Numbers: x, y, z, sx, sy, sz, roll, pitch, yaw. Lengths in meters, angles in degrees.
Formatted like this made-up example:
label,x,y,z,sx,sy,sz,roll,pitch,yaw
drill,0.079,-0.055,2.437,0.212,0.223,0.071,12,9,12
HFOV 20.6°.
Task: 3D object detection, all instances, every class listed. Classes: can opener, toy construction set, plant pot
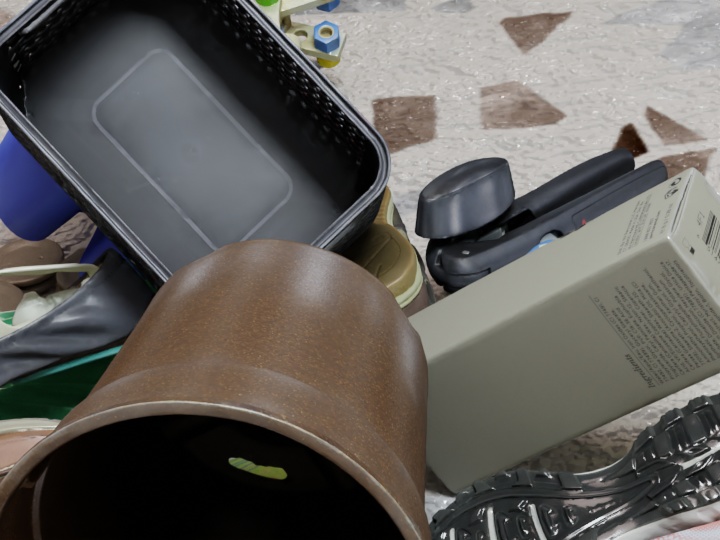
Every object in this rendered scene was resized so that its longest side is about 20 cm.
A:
label,x,y,z,sx,sy,sz,roll,pitch,yaw
can opener,0.115,-0.033,1.196,0.199,0.079,0.063,-18,40,-36
toy construction set,-0.111,-0.145,1.367,0.198,0.092,0.132,-4,59,18
plant pot,-0.050,0.095,0.904,0.198,0.202,0.199,-1,27,10

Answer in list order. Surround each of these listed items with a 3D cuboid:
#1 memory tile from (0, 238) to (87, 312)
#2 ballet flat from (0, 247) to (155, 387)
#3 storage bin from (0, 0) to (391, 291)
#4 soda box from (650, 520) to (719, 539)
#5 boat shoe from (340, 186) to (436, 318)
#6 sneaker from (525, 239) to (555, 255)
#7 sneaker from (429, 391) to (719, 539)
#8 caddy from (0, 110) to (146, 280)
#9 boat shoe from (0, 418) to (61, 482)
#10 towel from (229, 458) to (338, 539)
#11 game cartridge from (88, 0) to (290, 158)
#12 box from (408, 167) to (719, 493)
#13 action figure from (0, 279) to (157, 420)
label,x,y,z,sx,sy,sz,roll,pitch,yaw
memory tile,-0.251,0.024,1.220,0.198,0.017,0.154,8,38,20
ballet flat,-0.197,0.039,1.036,0.199,0.074,0.073,-24,38,-29
storage bin,-0.092,-0.073,1.066,0.135,0.094,0.200,-43,86,-8
soda box,0.129,0.169,0.894,0.198,0.069,0.064,-14,35,-8
boat shoe,0.000,0.000,1.166,0.073,0.065,0.200,-21,22,1
sneaker,0.161,-0.002,1.128,0.198,0.076,0.105,-14,24,-25
sneaker,0.118,0.131,0.957,0.199,0.080,0.074,-21,45,10
caddy,-0.135,-0.074,1.203,0.105,0.141,0.201,-40,20,29
boat shoe,-0.219,0.139,1.009,0.198,0.076,0.072,-21,39,-3
towel,-0.091,0.165,0.985,0.199,0.023,0.143,-30,40,-29
game cartridge,-0.080,-0.119,1.189,0.200,0.042,0.133,44,19,0
box,0.105,0.033,0.999,0.199,0.082,0.069,-27,21,35
action figure,-0.181,0.058,1.111,0.198,0.055,0.119,-6,55,-7
